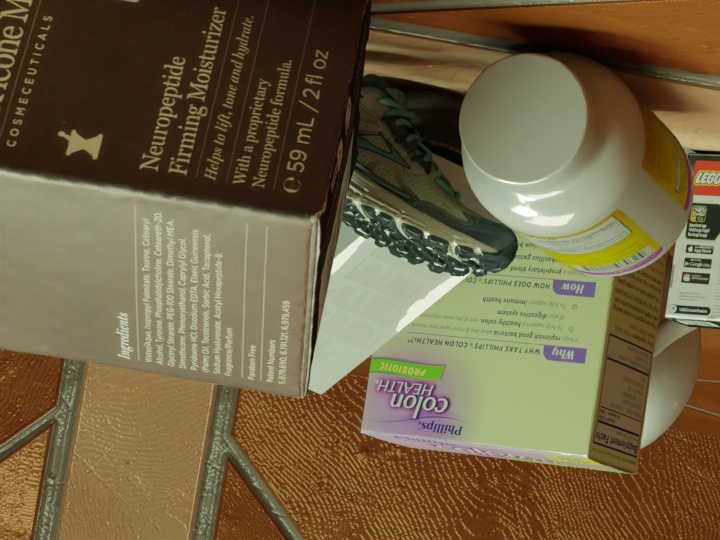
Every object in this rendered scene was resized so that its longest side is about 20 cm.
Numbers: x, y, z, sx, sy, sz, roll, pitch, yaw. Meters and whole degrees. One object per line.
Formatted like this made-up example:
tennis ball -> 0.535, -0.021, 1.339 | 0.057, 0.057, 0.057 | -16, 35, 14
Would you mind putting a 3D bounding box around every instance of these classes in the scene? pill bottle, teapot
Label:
pill bottle -> 0.120, -0.063, 1.480 | 0.104, 0.105, 0.200 | 6, 171, 20
teapot -> 0.188, 0.032, 1.981 | 0.200, 0.146, 0.198 | 31, 150, 22

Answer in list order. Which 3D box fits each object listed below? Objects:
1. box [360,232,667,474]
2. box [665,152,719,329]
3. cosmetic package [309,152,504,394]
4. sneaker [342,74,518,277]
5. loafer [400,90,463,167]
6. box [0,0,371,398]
box -> 0.111, 0.030, 1.820 | 0.175, 0.201, 0.097 | 4, 171, 28
box -> 0.291, -0.014, 1.619 | 0.200, 0.110, 0.035 | 5, 172, 34
cosmetic package -> 0.000, 0.000, 1.651 | 0.082, 0.051, 0.200 | 22, 137, -30
sneaker -> 0.010, -0.068, 1.522 | 0.200, 0.086, 0.078 | 29, 170, 15
loafer -> 0.066, -0.065, 1.651 | 0.200, 0.071, 0.073 | 14, 171, -32
box -> -0.107, -0.056, 1.380 | 0.199, 0.166, 0.164 | 9, 144, 2
